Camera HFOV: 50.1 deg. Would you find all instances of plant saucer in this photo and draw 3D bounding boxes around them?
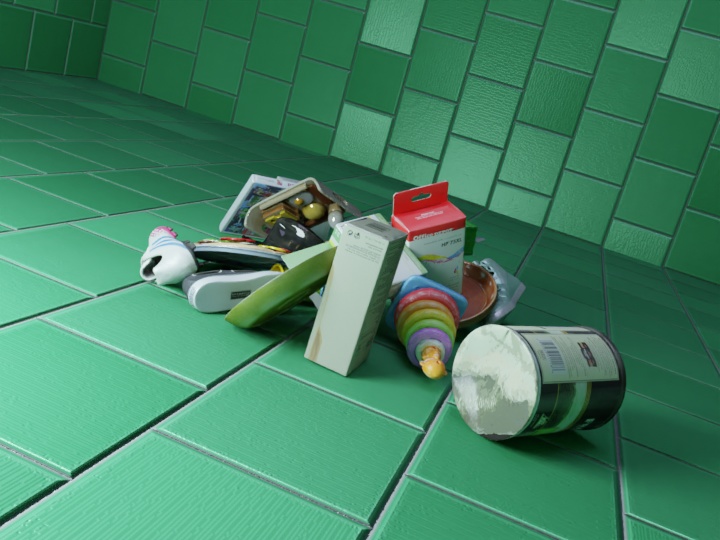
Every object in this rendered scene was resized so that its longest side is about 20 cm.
[{"bbox_3d":[0.153,0.046,1.426,0.197,0.033,0.201,-5,34,3],"label":"plant saucer"},{"bbox_3d":[-0.102,0.030,1.105,0.031,0.199,0.200,58,22,4],"label":"plant saucer"}]

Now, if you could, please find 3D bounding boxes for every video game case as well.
[{"bbox_3d":[-0.173,-0.120,1.580,0.180,0.200,0.023,9,60,-27],"label":"video game case"}]

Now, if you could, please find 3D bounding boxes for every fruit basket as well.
[{"bbox_3d":[0.131,-0.074,1.587,0.198,0.095,0.184,9,7,35],"label":"fruit basket"}]

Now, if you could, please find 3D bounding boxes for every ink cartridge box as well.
[{"bbox_3d":[-0.008,-0.010,1.251,0.198,0.048,0.146,-16,58,-38],"label":"ink cartridge box"},{"bbox_3d":[0.118,-0.044,1.350,0.115,0.202,0.067,-16,35,-20],"label":"ink cartridge box"}]

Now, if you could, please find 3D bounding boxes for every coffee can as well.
[{"bbox_3d":[0.243,0.148,1.048,0.198,0.148,0.146,5,18,-39],"label":"coffee can"}]

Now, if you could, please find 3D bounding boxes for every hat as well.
[{"bbox_3d":[-0.125,-0.052,1.478,0.198,0.082,0.201,24,8,-4],"label":"hat"}]

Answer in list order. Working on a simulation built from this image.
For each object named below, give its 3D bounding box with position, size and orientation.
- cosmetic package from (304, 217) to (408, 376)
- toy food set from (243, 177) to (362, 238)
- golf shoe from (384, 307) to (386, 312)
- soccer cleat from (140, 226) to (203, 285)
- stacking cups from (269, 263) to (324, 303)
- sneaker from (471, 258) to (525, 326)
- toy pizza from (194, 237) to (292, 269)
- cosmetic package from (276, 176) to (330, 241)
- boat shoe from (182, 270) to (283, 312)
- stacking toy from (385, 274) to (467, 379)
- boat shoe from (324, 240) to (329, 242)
[{"bbox_3d":[-0.006,0.034,1.085,0.070,0.203,0.105,22,13,14],"label":"cosmetic package"},{"bbox_3d":[-0.114,-0.103,1.532,0.198,0.061,0.143,-22,-31,29],"label":"toy food set"},{"bbox_3d":[0.000,0.000,1.318,0.096,0.079,0.201,28,36,-16],"label":"golf shoe"},{"bbox_3d":[-0.319,-0.022,1.223,0.086,0.071,0.199,-28,21,-22],"label":"soccer cleat"},{"bbox_3d":[-0.061,0.036,1.332,0.198,0.061,0.060,12,14,-31],"label":"stacking cups"},{"bbox_3d":[0.243,0.045,1.493,0.118,0.074,0.200,39,30,5],"label":"sneaker"},{"bbox_3d":[-0.196,-0.031,1.317,0.197,0.032,0.200,6,-7,1],"label":"toy pizza"},{"bbox_3d":[-0.140,-0.139,1.791,0.084,0.109,0.200,9,17,-29],"label":"cosmetic package"},{"bbox_3d":[-0.184,0.028,1.198,0.198,0.071,0.066,-5,25,-38],"label":"boat shoe"},{"bbox_3d":[0.106,0.108,1.181,0.115,0.111,0.201,24,24,-12],"label":"stacking toy"},{"bbox_3d":[-0.028,-0.025,1.536,0.071,0.066,0.200,-13,28,-22],"label":"boat shoe"}]
